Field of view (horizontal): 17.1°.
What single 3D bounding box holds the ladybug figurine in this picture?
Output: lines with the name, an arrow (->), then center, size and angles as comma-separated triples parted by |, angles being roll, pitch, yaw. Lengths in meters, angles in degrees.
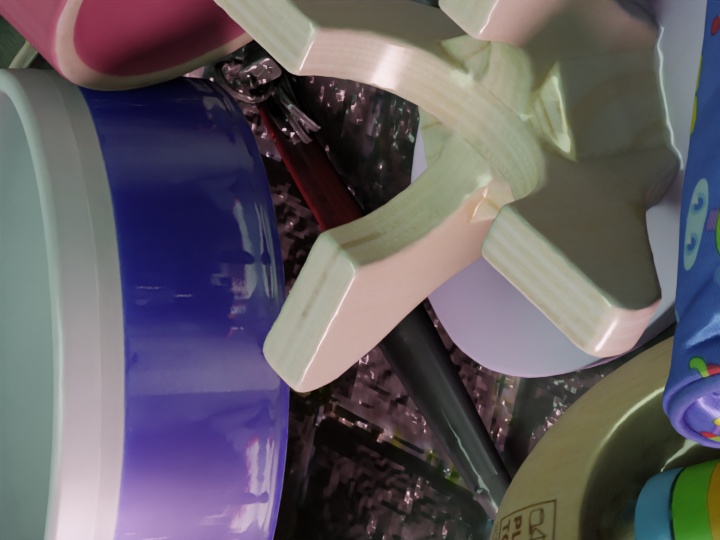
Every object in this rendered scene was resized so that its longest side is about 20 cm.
ladybug figurine -> 0.124, 0.080, 0.705 | 0.199, 0.072, 0.137 | -16, 56, 37

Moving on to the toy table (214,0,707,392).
toy table -> 0.048, -0.049, 0.741 | 0.183, 0.117, 0.201 | 33, 118, 33

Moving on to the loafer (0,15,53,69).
loafer -> -0.155, -0.078, 0.947 | 0.199, 0.063, 0.072 | -31, 75, 39

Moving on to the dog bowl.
dog bowl -> -0.091, 0.031, 0.843 | 0.200, 0.078, 0.202 | 179, 90, -70

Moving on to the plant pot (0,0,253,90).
plant pot -> -0.090, -0.168, 0.789 | 0.200, 0.199, 0.180 | -46, 69, 35

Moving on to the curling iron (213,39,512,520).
curling iron -> 0.000, 0.000, 0.837 | 0.025, 0.050, 0.201 | -31, 74, 11

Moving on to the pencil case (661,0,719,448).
pencil case -> 0.131, -0.046, 0.647 | 0.087, 0.078, 0.202 | -20, 58, 56
